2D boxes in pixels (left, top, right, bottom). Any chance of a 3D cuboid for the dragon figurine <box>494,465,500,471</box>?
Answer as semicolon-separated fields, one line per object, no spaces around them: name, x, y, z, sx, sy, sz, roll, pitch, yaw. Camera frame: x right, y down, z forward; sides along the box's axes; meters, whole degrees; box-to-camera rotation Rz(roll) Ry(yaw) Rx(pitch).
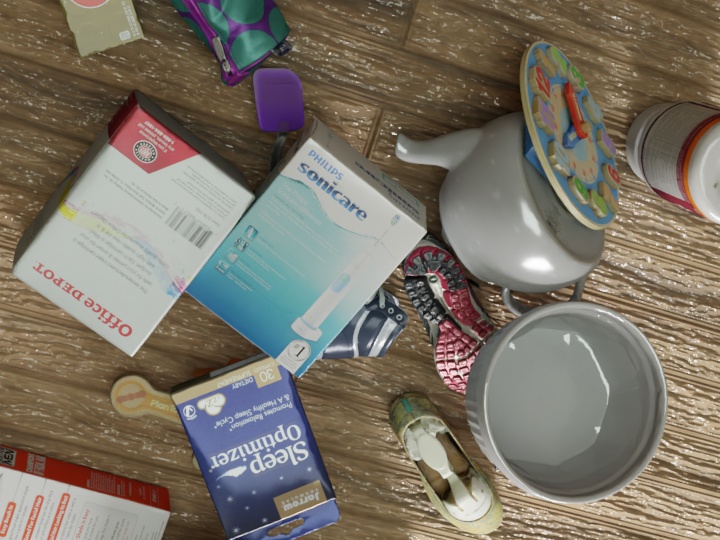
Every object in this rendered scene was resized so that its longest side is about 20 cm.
dragon figurine;0.202;0.141;1.493;0.059;0.099;0.201;20;80;-13

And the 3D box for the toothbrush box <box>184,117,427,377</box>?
toothbrush box;-0.052;-0.022;1.323;0.146;0.085;0.200;37;107;-11

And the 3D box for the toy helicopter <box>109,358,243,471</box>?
toy helicopter;-0.162;0.143;1.420;0.199;0.079;0.133;18;98;-11

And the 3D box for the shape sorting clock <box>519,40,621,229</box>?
shape sorting clock;0.215;-0.138;1.370;0.039;0.200;0.200;-23;110;33

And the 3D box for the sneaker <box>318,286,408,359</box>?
sneaker;0.000;0.000;1.417;0.108;0.070;0.201;5;107;-9

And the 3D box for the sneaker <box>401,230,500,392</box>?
sneaker;0.102;0.044;1.450;0.080;0.075;0.201;-20;119;5

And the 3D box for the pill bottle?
pill bottle;0.349;-0.115;1.386;0.109;0.200;0.110;-2;103;-10

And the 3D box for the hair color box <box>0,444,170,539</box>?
hair color box;-0.312;0.264;1.427;0.199;0.064;0.111;18;100;-15

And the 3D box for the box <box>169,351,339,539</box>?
box;-0.103;0.191;1.382;0.121;0.032;0.201;-21;104;-5

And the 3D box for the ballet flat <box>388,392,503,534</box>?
ballet flat;0.097;0.223;1.491;0.071;0.071;0.200;-34;107;-1

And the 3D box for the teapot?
teapot;0.150;-0.055;1.395;0.146;0.197;0.201;-25;72;33

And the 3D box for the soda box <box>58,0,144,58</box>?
soda box;-0.271;-0.310;1.297;0.067;0.064;0.201;-19;105;-5

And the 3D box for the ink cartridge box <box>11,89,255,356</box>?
ink cartridge box;-0.223;-0.049;1.325;0.145;0.145;0.200;38;94;-17

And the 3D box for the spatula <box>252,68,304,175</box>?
spatula;-0.086;-0.107;1.400;0.056;0.021;0.201;-7;110;-32

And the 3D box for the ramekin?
ramekin;0.201;0.132;1.386;0.199;0.105;0.201;1;87;-14

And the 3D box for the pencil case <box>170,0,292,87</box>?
pencil case;-0.153;-0.278;1.313;0.085;0.093;0.200;-24;111;41
